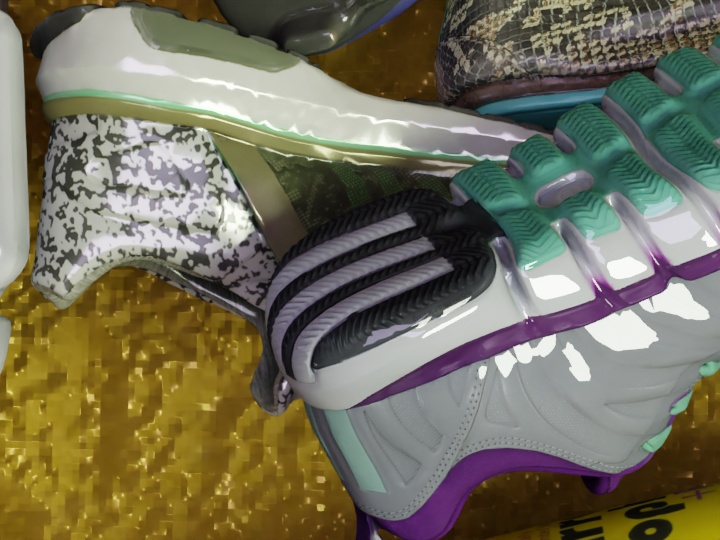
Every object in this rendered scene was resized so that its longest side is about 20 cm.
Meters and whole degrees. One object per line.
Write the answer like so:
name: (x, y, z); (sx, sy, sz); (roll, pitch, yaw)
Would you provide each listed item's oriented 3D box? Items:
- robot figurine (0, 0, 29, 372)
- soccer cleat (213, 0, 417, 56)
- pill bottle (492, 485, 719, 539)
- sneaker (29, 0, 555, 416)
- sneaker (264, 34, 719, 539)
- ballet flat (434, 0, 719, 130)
robot figurine: (-0.149, -0.028, 0.803); (0.169, 0.113, 0.201); (-1, 89, 45)
soccer cleat: (0.043, -0.128, 0.795); (0.200, 0.084, 0.065); (-32, 106, 16)
pill bottle: (0.057, 0.118, 0.780); (0.199, 0.104, 0.105); (-14, 88, 4)
sneaker: (0.000, 0.000, 0.792); (0.199, 0.077, 0.089); (17, 79, -10)
sneaker: (0.076, 0.003, 0.754); (0.199, 0.075, 0.088); (-21, 123, -6)
ballet flat: (0.120, -0.068, 0.810); (0.199, 0.068, 0.076); (3, 74, 7)
